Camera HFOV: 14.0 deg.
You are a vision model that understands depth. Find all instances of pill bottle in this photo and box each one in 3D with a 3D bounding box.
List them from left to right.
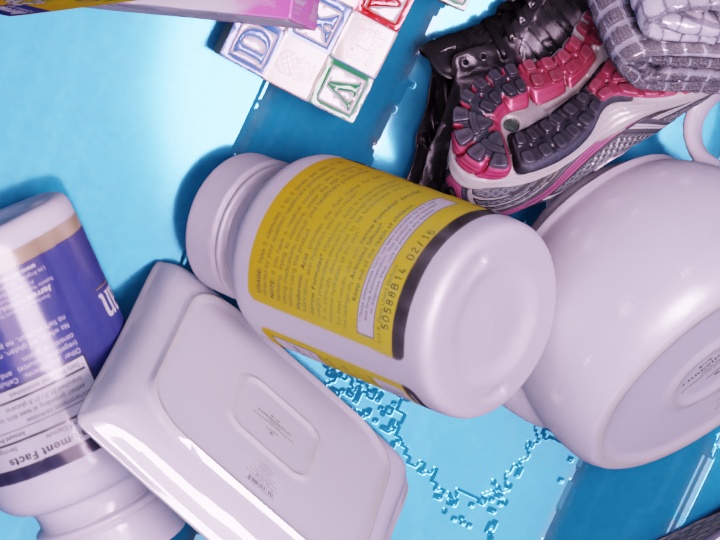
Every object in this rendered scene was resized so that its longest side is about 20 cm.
[{"bbox_3d":[-0.174,0.067,1.636,0.111,0.111,0.201,-24,100,-4],"label":"pill bottle"},{"bbox_3d":[0.000,0.000,1.605,0.111,0.199,0.112,-23,123,-42],"label":"pill bottle"}]

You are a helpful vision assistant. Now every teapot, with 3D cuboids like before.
[{"bbox_3d":[0.159,0.002,1.657,0.199,0.198,0.146,-19,60,-31],"label":"teapot"}]

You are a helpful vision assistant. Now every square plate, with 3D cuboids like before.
[{"bbox_3d":[-0.053,0.095,1.616,0.200,0.198,0.028,41,114,-10],"label":"square plate"}]

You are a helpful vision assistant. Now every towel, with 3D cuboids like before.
[{"bbox_3d":[0.210,-0.176,1.615,0.199,0.086,0.166,3,53,-25],"label":"towel"}]

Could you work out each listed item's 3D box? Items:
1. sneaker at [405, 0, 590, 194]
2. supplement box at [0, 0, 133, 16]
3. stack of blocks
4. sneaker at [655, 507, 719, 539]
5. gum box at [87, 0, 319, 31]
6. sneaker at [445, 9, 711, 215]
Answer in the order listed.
[{"bbox_3d":[0.083,-0.124,1.674,0.104,0.060,0.201,7,99,-13],"label":"sneaker"},{"bbox_3d":[-0.112,-0.199,1.510,0.199,0.109,0.110,-7,89,12],"label":"supplement box"},{"bbox_3d":[0.012,-0.186,1.657,0.115,0.059,0.201,27,93,-9],"label":"stack of blocks"},{"bbox_3d":[0.235,0.210,1.725,0.202,0.077,0.147,-29,97,-5],"label":"sneaker"},{"bbox_3d":[-0.109,-0.198,1.600,0.199,0.066,0.114,7,91,12],"label":"gum box"},{"bbox_3d":[0.127,-0.096,1.630,0.199,0.075,0.081,-26,65,-22],"label":"sneaker"}]
